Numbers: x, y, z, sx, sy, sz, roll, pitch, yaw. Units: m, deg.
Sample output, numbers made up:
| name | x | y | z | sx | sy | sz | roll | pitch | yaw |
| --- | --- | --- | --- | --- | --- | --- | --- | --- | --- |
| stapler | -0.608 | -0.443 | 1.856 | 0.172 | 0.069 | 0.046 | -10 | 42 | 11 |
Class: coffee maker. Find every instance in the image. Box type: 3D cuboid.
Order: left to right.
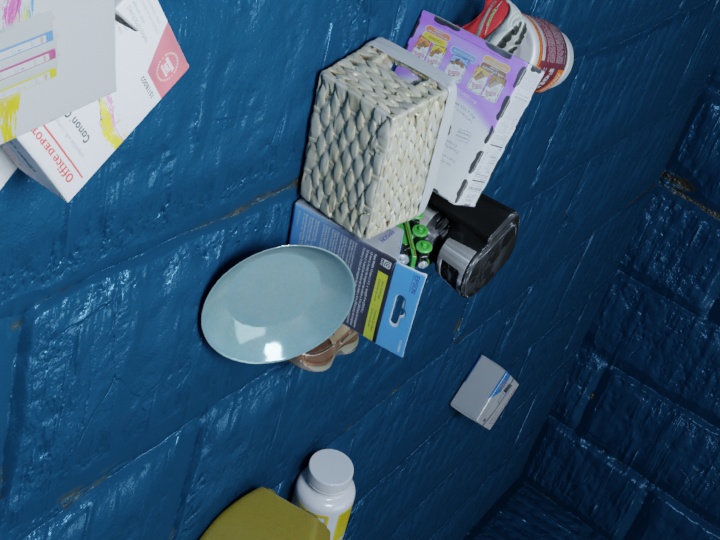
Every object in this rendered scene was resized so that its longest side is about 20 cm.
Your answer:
| name | x | y | z | sx | sy | sz | roll | pitch | yaw |
| --- | --- | --- | --- | --- | --- | --- | --- | --- | --- |
| coffee maker | 0.131 | -0.085 | 1.494 | 0.193 | 0.199 | 0.135 | -56 | 159 | -5 |

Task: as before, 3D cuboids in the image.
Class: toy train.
| name | x | y | z | sx | sy | sz | roll | pitch | yaw |
| --- | --- | --- | --- | --- | --- | --- | --- | --- | --- |
| toy train | 0.054 | -0.081 | 1.385 | 0.056 | 0.201 | 0.042 | -2 | 140 | -9 |

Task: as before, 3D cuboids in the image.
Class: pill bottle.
| name | x | y | z | sx | sy | sz | roll | pitch | yaw |
| --- | --- | --- | --- | --- | --- | --- | --- | --- | --- |
| pill bottle | -0.069 | 0.420 | 1.852 | 0.111 | 0.111 | 0.201 | -35 | 149 | -44 |
| pill bottle | 0.245 | -0.325 | 1.535 | 0.199 | 0.114 | 0.115 | -13 | 132 | -60 |

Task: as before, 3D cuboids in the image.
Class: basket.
| name | x | y | z | sx | sy | sz | roll | pitch | yaw |
| --- | --- | --- | --- | --- | --- | --- | --- | --- | --- |
| basket | 0.015 | -0.157 | 1.247 | 0.123 | 0.135 | 0.201 | -31 | 146 | -41 |

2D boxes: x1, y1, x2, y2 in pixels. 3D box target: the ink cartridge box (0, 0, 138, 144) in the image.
| name | x | y | z | sx | sy | sz | roll | pitch | yaw |
| --- | --- | --- | --- | --- | --- | --- | --- | --- | --- |
| ink cartridge box | -0.255 | -0.169 | 0.659 | 0.200 | 0.128 | 0.126 | -39 | 151 | -41 |

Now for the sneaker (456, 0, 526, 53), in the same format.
| name | x | y | z | sx | sy | sz | roll | pitch | yaw |
| --- | --- | --- | --- | --- | --- | --- | --- | --- | --- |
| sneaker | 0.146 | -0.297 | 1.416 | 0.200 | 0.085 | 0.077 | -45 | 158 | 31 |

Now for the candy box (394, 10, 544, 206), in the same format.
| name | x | y | z | sx | sy | sz | roll | pitch | yaw |
| --- | --- | --- | --- | --- | --- | --- | --- | --- | --- |
| candy box | 0.117 | -0.210 | 1.340 | 0.071 | 0.167 | 0.201 | -2 | 122 | -62 |

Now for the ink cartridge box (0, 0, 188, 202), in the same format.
| name | x | y | z | sx | sy | sz | roll | pitch | yaw |
| --- | --- | --- | --- | --- | --- | --- | --- | --- | --- |
| ink cartridge box | -0.237 | -0.139 | 0.815 | 0.200 | 0.067 | 0.117 | -52 | 157 | -15 |

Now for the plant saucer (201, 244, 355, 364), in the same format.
| name | x | y | z | sx | sy | sz | roll | pitch | yaw |
| --- | --- | --- | --- | --- | --- | --- | --- | --- | --- |
| plant saucer | -0.106 | 0.034 | 1.285 | 0.199 | 0.039 | 0.202 | -13 | 135 | -13 |

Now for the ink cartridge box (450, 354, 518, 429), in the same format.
| name | x | y | z | sx | sy | sz | roll | pitch | yaw |
| --- | --- | --- | --- | --- | --- | --- | --- | --- | --- |
| ink cartridge box | 0.312 | 0.307 | 2.554 | 0.147 | 0.086 | 0.200 | -57 | 157 | -3 |

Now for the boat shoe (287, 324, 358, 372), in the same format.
| name | x | y | z | sx | sy | sz | roll | pitch | yaw |
| --- | --- | --- | --- | --- | --- | --- | --- | --- | --- |
| boat shoe | -0.054 | 0.093 | 1.516 | 0.200 | 0.075 | 0.072 | -29 | 142 | -66 |

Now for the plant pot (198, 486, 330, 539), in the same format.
| name | x | y | z | sx | sy | sz | roll | pitch | yaw |
| --- | --- | --- | --- | --- | --- | --- | --- | --- | --- |
| plant pot | -0.151 | 0.472 | 1.655 | 0.201 | 0.194 | 0.195 | -58 | 159 | -16 |

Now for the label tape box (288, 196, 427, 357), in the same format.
| name | x | y | z | sx | sy | sz | roll | pitch | yaw |
| --- | --- | --- | --- | --- | --- | --- | --- | --- | --- |
| label tape box | 0.000 | 0.000 | 1.326 | 0.066 | 0.199 | 0.144 | -41 | 153 | -45 |
